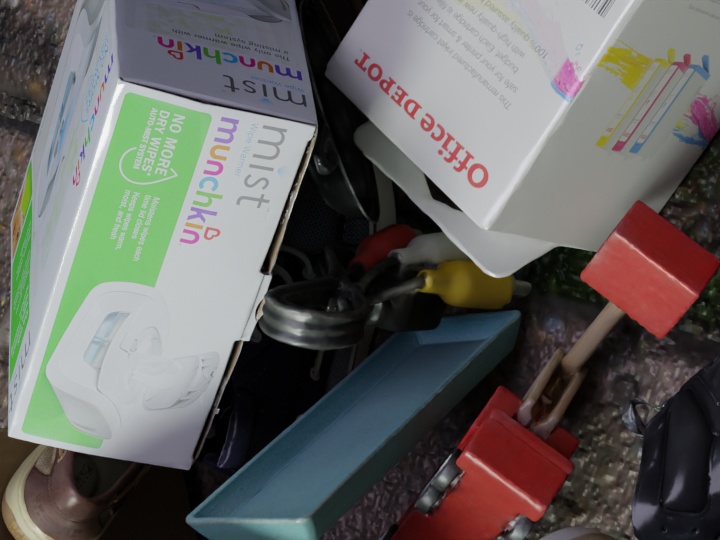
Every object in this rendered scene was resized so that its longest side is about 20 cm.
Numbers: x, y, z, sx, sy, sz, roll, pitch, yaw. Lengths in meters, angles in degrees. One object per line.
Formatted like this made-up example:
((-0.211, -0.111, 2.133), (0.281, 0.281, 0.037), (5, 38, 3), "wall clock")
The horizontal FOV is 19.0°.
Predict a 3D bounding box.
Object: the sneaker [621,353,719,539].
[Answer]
((0.183, 0.119, 0.905), (0.113, 0.075, 0.201), (-28, 60, 12), "sneaker")

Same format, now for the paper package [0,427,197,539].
((-0.173, 0.188, 1.120), (0.103, 0.190, 0.201), (-27, 69, 36), "paper package")

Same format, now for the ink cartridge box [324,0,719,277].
((0.093, -0.107, 0.992), (0.129, 0.125, 0.200), (47, 113, 33), "ink cartridge box")

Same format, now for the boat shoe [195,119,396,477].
((-0.041, 0.016, 1.102), (0.074, 0.092, 0.201), (2, 85, 38), "boat shoe")

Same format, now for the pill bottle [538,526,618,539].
((0.144, 0.188, 0.849), (0.199, 0.111, 0.112), (23, 98, 37), "pill bottle")

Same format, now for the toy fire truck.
((0.081, 0.069, 0.995), (0.049, 0.141, 0.200), (36, 146, 3), "toy fire truck")

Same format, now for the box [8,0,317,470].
((-0.097, -0.040, 1.012), (0.177, 0.096, 0.201), (-100, 27, -53), "box")

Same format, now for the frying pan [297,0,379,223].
((-0.014, -0.055, 1.028), (0.031, 0.115, 0.190), (-17, 34, 9), "frying pan")

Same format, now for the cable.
((0.000, 0.000, 1.000), (0.097, 0.200, 0.051), (23, 100, 26), "cable")

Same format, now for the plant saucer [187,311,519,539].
((0.003, 0.072, 1.001), (0.070, 0.200, 0.019), (-6, 111, 37), "plant saucer")

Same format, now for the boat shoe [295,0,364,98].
((-0.065, -0.164, 1.163), (0.070, 0.070, 0.200), (-50, 58, 22), "boat shoe")

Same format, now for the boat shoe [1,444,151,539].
((-0.115, 0.060, 1.109), (0.072, 0.200, 0.072), (38, 135, -6), "boat shoe")
